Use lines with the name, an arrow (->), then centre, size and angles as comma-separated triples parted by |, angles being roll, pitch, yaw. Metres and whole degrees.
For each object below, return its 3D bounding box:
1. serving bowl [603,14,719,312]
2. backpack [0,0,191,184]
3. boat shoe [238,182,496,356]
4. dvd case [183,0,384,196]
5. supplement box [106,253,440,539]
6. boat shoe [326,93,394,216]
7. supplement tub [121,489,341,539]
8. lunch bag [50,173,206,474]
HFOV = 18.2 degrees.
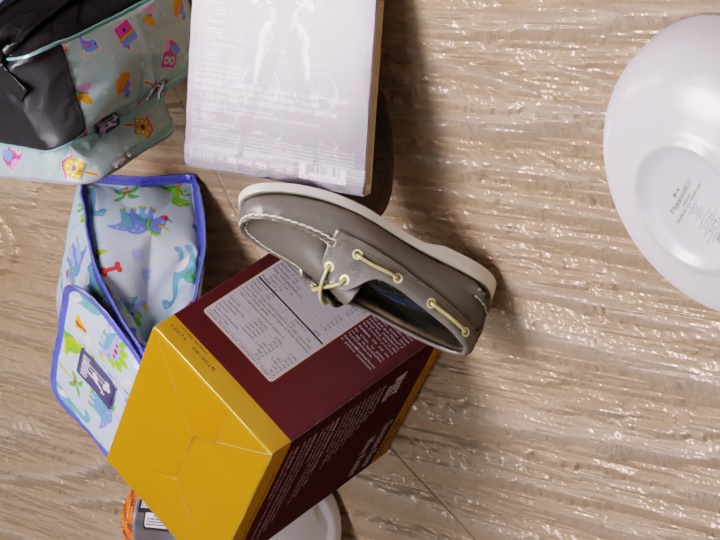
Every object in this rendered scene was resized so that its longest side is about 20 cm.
serving bowl -> 0.221, -0.051, 1.378 | 0.200, 0.066, 0.201 | 31, 138, 33
backpack -> -0.220, -0.158, 1.740 | 0.175, 0.200, 0.154 | 4, 126, 42
boat shoe -> 0.001, -0.001, 1.610 | 0.201, 0.061, 0.072 | 23, 151, -12
dvd case -> -0.054, -0.162, 1.586 | 0.148, 0.016, 0.202 | 11, 106, 24
supplement box -> -0.064, 0.095, 1.732 | 0.133, 0.200, 0.198 | 46, 144, 16
boat shoe -> -0.032, -0.128, 1.642 | 0.063, 0.073, 0.201 | -8, 100, 61
supplement tub -> -0.119, 0.225, 1.974 | 0.199, 0.122, 0.123 | -4, 113, 53
lunch bag -> -0.189, 0.047, 1.859 | 0.170, 0.126, 0.201 | 109, 154, -51
